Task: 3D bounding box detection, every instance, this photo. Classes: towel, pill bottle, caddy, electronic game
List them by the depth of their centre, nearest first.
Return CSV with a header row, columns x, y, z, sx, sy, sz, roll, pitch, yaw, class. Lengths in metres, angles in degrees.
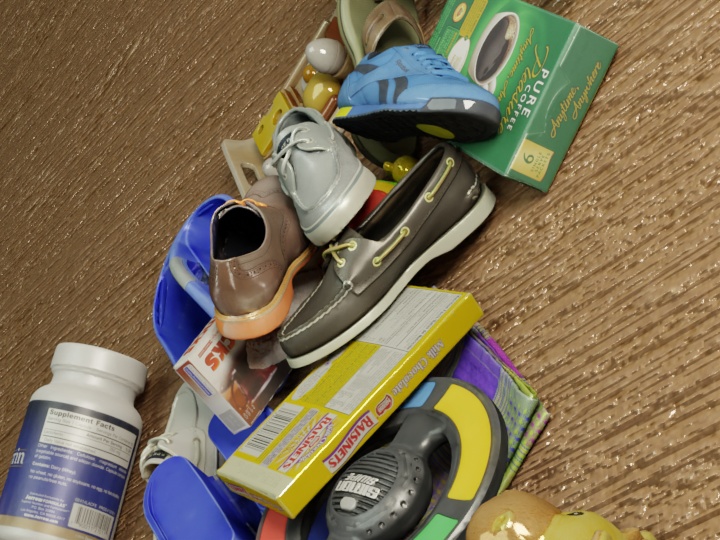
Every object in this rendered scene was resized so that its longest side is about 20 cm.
x,y,z,sx,sy,sz,roll,pitch,yaw,class
0.011,0.150,1.074,0.199,0.042,0.201,-29,31,19,electronic game
0.054,0.107,1.158,0.144,0.023,0.200,-60,29,12,towel
-0.078,0.191,1.241,0.141,0.105,0.200,-42,30,-4,caddy
-0.117,0.020,1.403,0.142,0.105,0.200,-60,30,10,caddy
-0.276,0.178,1.567,0.115,0.115,0.201,-14,57,55,pill bottle

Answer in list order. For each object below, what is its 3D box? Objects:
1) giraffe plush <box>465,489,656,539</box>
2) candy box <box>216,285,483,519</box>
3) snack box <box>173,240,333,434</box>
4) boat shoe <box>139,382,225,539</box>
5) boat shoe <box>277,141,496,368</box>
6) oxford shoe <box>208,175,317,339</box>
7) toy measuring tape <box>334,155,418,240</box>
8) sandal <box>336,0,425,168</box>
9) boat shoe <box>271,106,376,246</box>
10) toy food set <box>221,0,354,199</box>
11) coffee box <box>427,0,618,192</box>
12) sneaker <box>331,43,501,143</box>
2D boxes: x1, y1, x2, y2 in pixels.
x,y,z,sx,sy,sz,roll,pitch,yaw,class
0.088,0.196,0.892,0.163,0.199,0.173,-56,6,8,giraffe plush
-0.008,0.086,1.139,0.200,0.026,0.102,-45,25,-18,candy box
-0.071,0.037,1.278,0.024,0.072,0.200,-30,17,43,snack box
-0.158,0.171,1.419,0.071,0.070,0.201,-43,37,36,boat shoe
0.009,-0.012,1.196,0.201,0.061,0.072,-42,20,-12,boat shoe
-0.076,-0.031,1.246,0.071,0.073,0.200,-10,30,9,oxford shoe
0.000,0.000,1.268,0.073,0.073,0.201,-1,66,59,toy measuring tape
0.029,-0.179,1.353,0.057,0.079,0.202,-39,49,48,sandal
-0.040,-0.079,1.255,0.070,0.071,0.201,-47,17,10,boat shoe
-0.062,-0.165,1.508,0.201,0.060,0.144,-56,31,18,toy food set
0.106,-0.144,1.227,0.124,0.044,0.200,-65,28,7,coffee box
0.044,-0.140,1.217,0.200,0.066,0.079,10,78,62,sneaker
